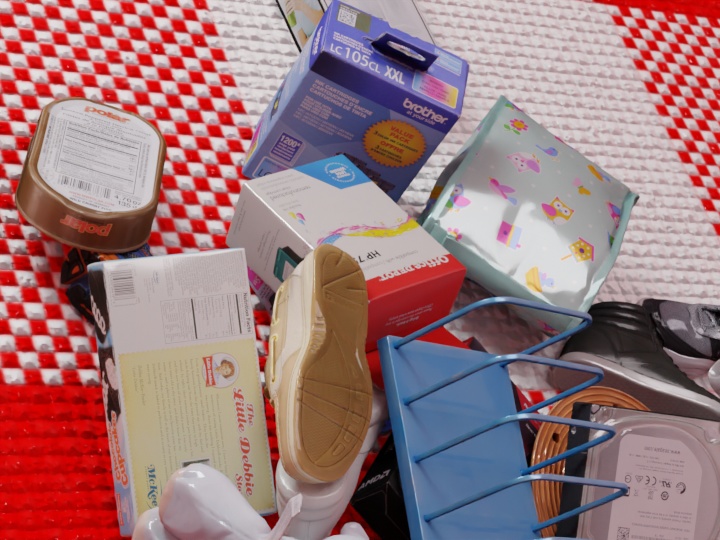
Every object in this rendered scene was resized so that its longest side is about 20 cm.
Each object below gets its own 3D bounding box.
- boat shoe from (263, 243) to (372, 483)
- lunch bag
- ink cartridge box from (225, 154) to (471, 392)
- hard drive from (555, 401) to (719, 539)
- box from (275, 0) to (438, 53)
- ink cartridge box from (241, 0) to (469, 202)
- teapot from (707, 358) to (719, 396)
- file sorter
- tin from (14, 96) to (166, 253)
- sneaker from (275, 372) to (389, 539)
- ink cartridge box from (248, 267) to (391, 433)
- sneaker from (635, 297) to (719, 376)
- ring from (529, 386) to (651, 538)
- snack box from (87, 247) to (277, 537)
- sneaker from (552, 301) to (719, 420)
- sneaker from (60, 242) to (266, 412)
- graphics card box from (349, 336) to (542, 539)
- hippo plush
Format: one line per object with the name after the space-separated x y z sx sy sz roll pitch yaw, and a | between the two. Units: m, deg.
-0.037 0.078 1.628 0.074 0.069 0.201 30 47 -28 | boat shoe
0.139 -0.033 1.920 0.170 0.122 0.200 34 36 -3 | lunch bag
0.000 0.000 1.751 0.116 0.067 0.200 -19 51 -42 | ink cartridge box
0.222 0.211 1.724 0.139 0.038 0.201 10 87 -24 | hard drive
-0.012 -0.252 2.062 0.116 0.060 0.201 -3 55 -35 | box
0.002 -0.140 1.863 0.136 0.200 0.077 24 43 -13 | ink cartridge box
0.347 0.205 1.801 0.145 0.198 0.200 -3 42 -25 | teapot
0.117 0.134 1.650 0.138 0.122 0.201 12 60 -44 | file sorter
-0.212 -0.080 1.747 0.112 0.042 0.200 20 27 -12 | tin
-0.026 0.145 1.674 0.075 0.089 0.200 14 34 10 | sneaker
-0.008 0.040 1.816 0.119 0.042 0.200 -16 64 -41 | ink cartridge box
0.351 0.046 1.991 0.199 0.114 0.076 19 44 -18 | sneaker
0.209 0.194 1.792 0.200 0.019 0.201 18 61 -35 | ring
-0.131 0.088 1.608 0.116 0.037 0.201 -6 87 -27 | snack box
0.270 0.091 1.928 0.199 0.071 0.099 25 47 -7 | sneaker
-0.141 0.042 1.701 0.200 0.075 0.078 47 40 10 | sneaker
0.080 0.159 1.734 0.126 0.051 0.200 50 41 -12 | graphics card box
-0.055 0.209 1.532 0.160 0.200 0.160 3 54 -50 | hippo plush
